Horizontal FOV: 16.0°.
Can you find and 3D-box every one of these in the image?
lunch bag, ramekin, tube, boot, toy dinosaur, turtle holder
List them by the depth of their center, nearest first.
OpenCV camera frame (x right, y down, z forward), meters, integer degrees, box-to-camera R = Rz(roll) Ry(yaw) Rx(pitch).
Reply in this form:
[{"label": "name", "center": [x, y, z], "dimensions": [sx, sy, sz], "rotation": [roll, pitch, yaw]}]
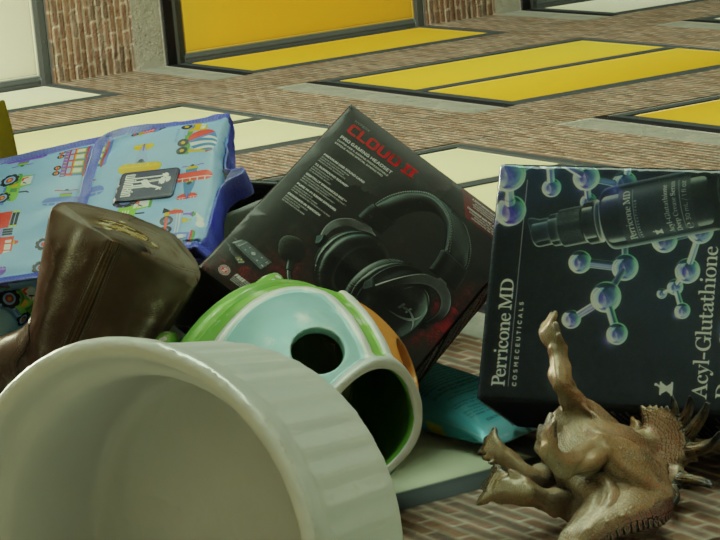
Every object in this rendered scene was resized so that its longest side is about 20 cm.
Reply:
[{"label": "ramekin", "center": [-0.077, 0.125, 1.147], "dimensions": [0.199, 0.202, 0.098], "rotation": [2, 6, 31]}, {"label": "toy dinosaur", "center": [0.143, 0.112, 1.414], "dimensions": [0.135, 0.086, 0.200], "rotation": [28, 25, -12]}, {"label": "turtle holder", "center": [-0.049, 0.083, 1.466], "dimensions": [0.185, 0.142, 0.131], "rotation": [-12, 14, -37]}, {"label": "boot", "center": [-0.200, 0.018, 1.535], "dimensions": [0.186, 0.200, 0.064], "rotation": [24, 46, 0]}, {"label": "tube", "center": [0.041, 0.081, 1.687], "dimensions": [0.077, 0.051, 0.199], "rotation": [-26, 27, -37]}, {"label": "lunch bag", "center": [-0.162, -0.025, 1.720], "dimensions": [0.199, 0.094, 0.151], "rotation": [-18, 33, 17]}]

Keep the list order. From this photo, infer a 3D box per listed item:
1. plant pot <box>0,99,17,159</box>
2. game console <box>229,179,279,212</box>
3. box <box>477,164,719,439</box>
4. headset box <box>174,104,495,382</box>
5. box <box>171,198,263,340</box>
[{"label": "plant pot", "center": [-0.340, 0.009, 1.797], "dimensions": [0.199, 0.177, 0.200], "rotation": [-20, 4, 23]}, {"label": "game console", "center": [-0.027, -0.021, 1.958], "dimensions": [0.199, 0.117, 0.176], "rotation": [5, 10, -4]}, {"label": "box", "center": [0.183, 0.021, 1.551], "dimensions": [0.199, 0.149, 0.107], "rotation": [2, -12, 18]}, {"label": "headset box", "center": [0.000, 0.000, 1.651], "dimensions": [0.149, 0.077, 0.200], "rotation": [37, 55, 7]}, {"label": "box", "center": [-0.093, 0.012, 1.805], "dimensions": [0.199, 0.098, 0.124], "rotation": [-20, 2, 33]}]
